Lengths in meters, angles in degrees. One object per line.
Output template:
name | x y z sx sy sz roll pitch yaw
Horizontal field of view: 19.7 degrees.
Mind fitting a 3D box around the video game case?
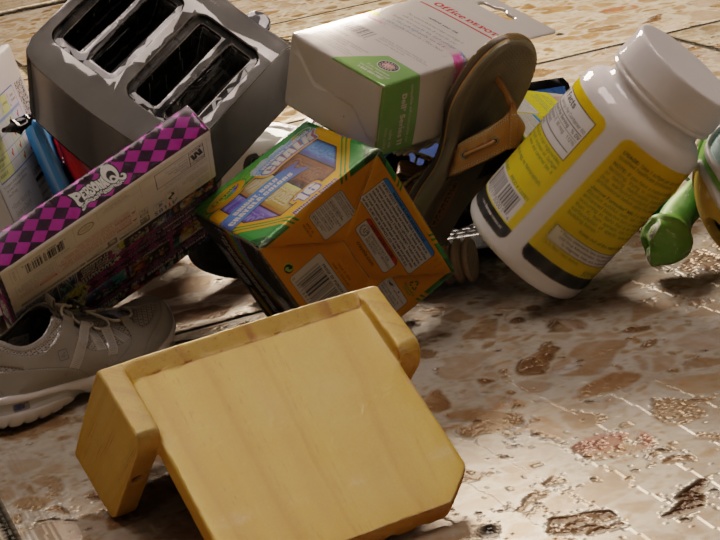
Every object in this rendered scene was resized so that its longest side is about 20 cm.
video game case | -0.201 -0.025 1.650 0.200 0.036 0.181 -36 -19 -15

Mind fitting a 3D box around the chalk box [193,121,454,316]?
chalk box | -0.038 -0.029 1.642 0.124 0.125 0.200 -38 24 -10

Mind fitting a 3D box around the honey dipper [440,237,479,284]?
honey dipper | 0.000 0.000 1.740 0.199 0.038 0.038 -5 17 20

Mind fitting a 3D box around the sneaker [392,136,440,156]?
sneaker | 0.064 -0.156 1.812 0.076 0.081 0.200 -29 -3 28

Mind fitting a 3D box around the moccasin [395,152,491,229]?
moccasin | 0.043 -0.066 1.776 0.200 0.078 0.074 -16 -14 2

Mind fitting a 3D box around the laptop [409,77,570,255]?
laptop | 0.116 -0.090 1.854 0.176 0.104 0.200 -9 17 3

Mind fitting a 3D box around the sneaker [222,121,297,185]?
sneaker | -0.064 -0.106 2.066 0.199 0.074 0.079 -6 22 11

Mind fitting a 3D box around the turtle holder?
turtle holder | 0.312 -0.067 1.613 0.184 0.142 0.132 5 37 14

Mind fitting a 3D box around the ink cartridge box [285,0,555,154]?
ink cartridge box | 0.051 -0.166 1.692 0.199 0.068 0.117 -21 40 -37

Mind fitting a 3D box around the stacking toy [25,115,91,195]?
stacking toy | -0.188 -0.123 1.861 0.199 0.110 0.116 -26 -2 1

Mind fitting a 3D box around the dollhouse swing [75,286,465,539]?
dollhouse swing | -0.053 0.131 1.343 0.199 0.176 0.182 -17 -23 -23

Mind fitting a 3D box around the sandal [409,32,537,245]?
sandal | 0.095 -0.095 1.654 0.054 0.201 0.080 38 23 33

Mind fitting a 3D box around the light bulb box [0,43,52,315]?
light bulb box | -0.350 -0.074 1.858 0.124 0.201 0.198 -19 14 9

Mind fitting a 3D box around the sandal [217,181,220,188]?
sandal | -0.175 -0.047 1.910 0.080 0.054 0.200 -48 15 -27

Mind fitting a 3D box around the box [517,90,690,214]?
box | 0.190 -0.102 1.784 0.199 0.048 0.117 0 41 -41

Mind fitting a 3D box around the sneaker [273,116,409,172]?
sneaker | 0.008 -0.123 1.876 0.111 0.073 0.200 12 48 28

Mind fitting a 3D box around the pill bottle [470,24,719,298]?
pill bottle | 0.188 -0.085 1.608 0.200 0.114 0.114 -48 4 21

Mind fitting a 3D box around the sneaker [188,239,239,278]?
sneaker | -0.094 -0.040 1.892 0.199 0.060 0.104 -17 17 -36

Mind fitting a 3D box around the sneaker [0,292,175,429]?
sneaker | -0.220 0.052 1.607 0.074 0.082 0.200 4 21 39

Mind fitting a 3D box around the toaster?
toaster | -0.177 -0.160 1.766 0.181 0.119 0.200 36 68 13
